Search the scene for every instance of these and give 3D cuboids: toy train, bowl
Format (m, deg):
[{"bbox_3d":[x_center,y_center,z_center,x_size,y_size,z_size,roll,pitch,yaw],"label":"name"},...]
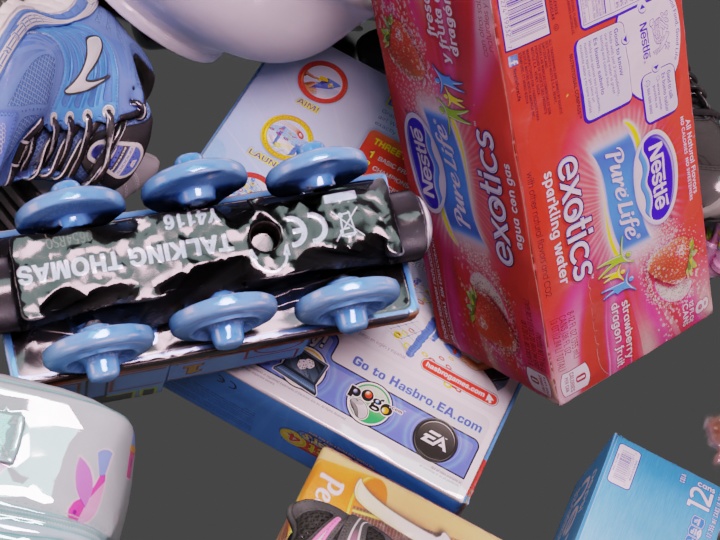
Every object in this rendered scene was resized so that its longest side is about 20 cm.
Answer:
[{"bbox_3d":[-0.069,0.004,0.629,0.198,0.114,0.088,-11,75,-15],"label":"toy train"},{"bbox_3d":[-0.081,-0.168,0.715,0.201,0.090,0.202,39,18,-16],"label":"bowl"}]

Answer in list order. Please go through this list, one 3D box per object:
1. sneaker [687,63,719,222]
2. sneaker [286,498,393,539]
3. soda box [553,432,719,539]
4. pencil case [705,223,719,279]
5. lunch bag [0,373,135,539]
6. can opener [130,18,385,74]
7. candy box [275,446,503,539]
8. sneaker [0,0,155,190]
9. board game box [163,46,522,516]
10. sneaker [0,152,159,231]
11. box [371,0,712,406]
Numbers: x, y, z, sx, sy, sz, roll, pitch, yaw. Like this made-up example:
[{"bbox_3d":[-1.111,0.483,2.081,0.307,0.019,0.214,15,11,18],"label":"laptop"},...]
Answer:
[{"bbox_3d":[0.141,-0.084,0.749,0.075,0.080,0.200,1,23,-25],"label":"sneaker"},{"bbox_3d":[-0.052,0.173,0.578,0.086,0.081,0.200,33,53,24],"label":"sneaker"},{"bbox_3d":[0.102,0.182,0.661,0.064,0.068,0.201,26,60,4],"label":"soda box"},{"bbox_3d":[0.268,-0.026,0.798,0.198,0.088,0.088,6,61,-11],"label":"pencil case"},{"bbox_3d":[-0.194,0.082,0.595,0.198,0.161,0.078,13,69,-7],"label":"lunch bag"},{"bbox_3d":[-0.027,-0.139,0.814,0.198,0.054,0.067,-6,60,-14],"label":"can opener"},{"bbox_3d":[-0.011,0.194,0.638,0.115,0.055,0.201,26,60,4],"label":"candy box"},{"bbox_3d":[-0.134,-0.072,0.644,0.089,0.079,0.200,39,27,-10],"label":"sneaker"},{"bbox_3d":[0.000,0.000,0.744,0.199,0.056,0.197,29,60,4],"label":"board game box"},{"bbox_3d":[-0.180,-0.106,0.762,0.115,0.075,0.200,-33,79,-34],"label":"sneaker"},{"bbox_3d":[0.081,-0.058,0.641,0.099,0.202,0.095,-26,30,-24],"label":"box"}]
